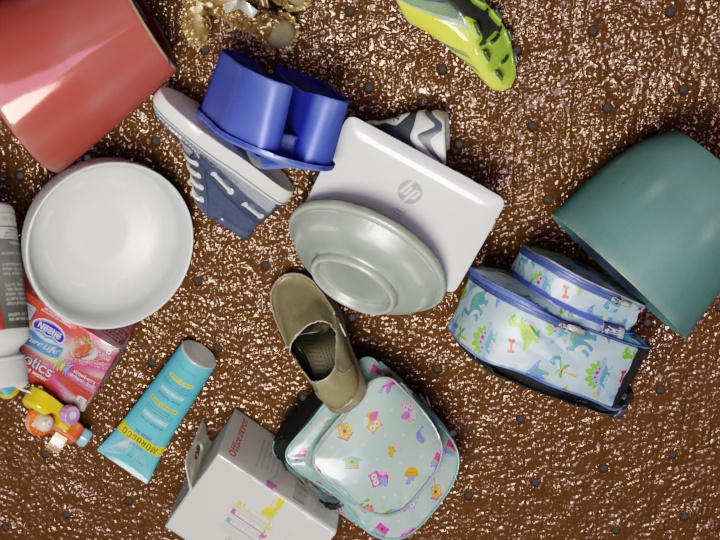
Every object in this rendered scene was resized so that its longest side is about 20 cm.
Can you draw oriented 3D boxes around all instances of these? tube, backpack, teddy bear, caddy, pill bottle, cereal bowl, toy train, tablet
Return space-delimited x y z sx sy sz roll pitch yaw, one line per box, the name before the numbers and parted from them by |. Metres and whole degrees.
tube | -0.252 0.176 1.518 0.077 0.050 0.201 36 112 0
backpack | 0.020 0.218 1.446 0.200 0.153 0.176 44 77 -18
backpack | 0.209 0.055 1.364 0.197 0.183 0.149 17 98 -15
teddy bear | -0.149 -0.318 1.348 0.197 0.067 0.147 5 117 -4
caddy | -0.098 -0.164 1.319 0.140 0.200 0.106 14 105 -27
pill bottle | -0.427 0.032 1.335 0.112 0.114 0.203 -9 88 7
cereal bowl | -0.300 -0.037 1.411 0.198 0.083 0.203 -9 109 -26
toy train | -0.411 0.165 1.458 0.199 0.150 0.056 36 68 -17
tablet | 0.047 -0.072 1.350 0.198 0.014 0.131 28 115 -2

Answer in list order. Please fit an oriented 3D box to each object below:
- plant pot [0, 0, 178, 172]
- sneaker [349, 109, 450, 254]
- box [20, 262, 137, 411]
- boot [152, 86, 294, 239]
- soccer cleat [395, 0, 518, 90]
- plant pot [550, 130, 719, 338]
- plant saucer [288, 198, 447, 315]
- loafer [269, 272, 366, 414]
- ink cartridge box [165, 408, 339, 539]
plant pot | -0.309 -0.238 1.320 0.176 0.201 0.202 -30 104 4
sneaker | 0.038 -0.085 1.398 0.128 0.080 0.202 2 115 11
box | -0.384 0.066 1.461 0.199 0.096 0.100 32 108 -6
boot | -0.176 -0.117 1.387 0.199 0.073 0.090 38 110 -24
soccer cleat | 0.099 -0.279 1.347 0.200 0.065 0.083 45 147 -20
plant pot | 0.336 -0.053 1.330 0.200 0.201 0.161 42 95 -9
plant saucer | 0.000 0.000 1.373 0.198 0.200 0.051 30 63 -6
loafer | -0.053 0.071 1.402 0.076 0.201 0.068 -34 144 1
ink cartridge box | -0.138 0.282 1.497 0.199 0.129 0.126 35 107 -7
